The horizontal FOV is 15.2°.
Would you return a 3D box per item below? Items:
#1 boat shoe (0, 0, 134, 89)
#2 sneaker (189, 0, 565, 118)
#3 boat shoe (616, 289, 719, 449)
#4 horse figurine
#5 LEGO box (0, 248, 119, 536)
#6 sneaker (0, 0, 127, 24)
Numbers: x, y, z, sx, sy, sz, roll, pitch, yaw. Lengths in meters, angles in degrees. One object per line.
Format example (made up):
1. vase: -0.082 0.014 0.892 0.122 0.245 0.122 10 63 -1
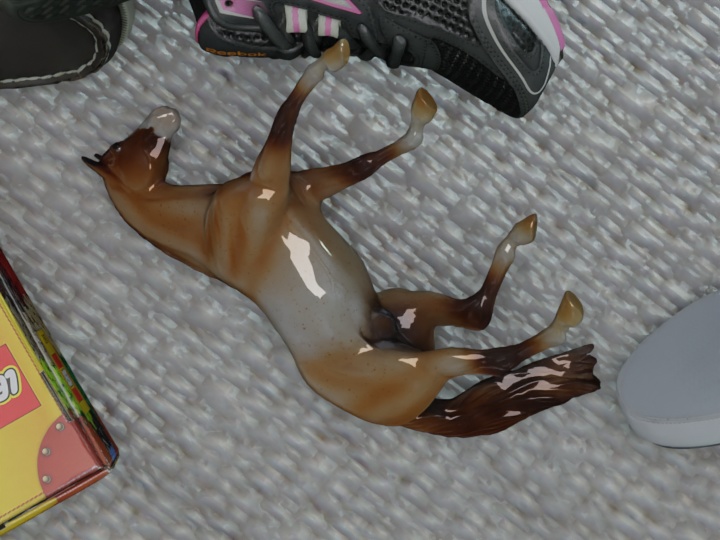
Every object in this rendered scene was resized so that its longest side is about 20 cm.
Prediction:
1. boat shoe: -0.187 -0.094 1.008 0.201 0.061 0.072 7 130 2
2. sneaker: -0.022 -0.107 1.016 0.200 0.080 0.086 32 76 9
3. boat shoe: 0.198 0.029 1.040 0.200 0.069 0.057 -22 130 3
4. horse figurine: 0.000 0.000 1.023 0.133 0.050 0.200 -37 104 29
5. LEGO box: -0.214 0.058 1.013 0.200 0.077 0.149 -29 92 -2
6. sneaker: -0.070 -0.174 0.953 0.199 0.076 0.114 -40 82 -13
